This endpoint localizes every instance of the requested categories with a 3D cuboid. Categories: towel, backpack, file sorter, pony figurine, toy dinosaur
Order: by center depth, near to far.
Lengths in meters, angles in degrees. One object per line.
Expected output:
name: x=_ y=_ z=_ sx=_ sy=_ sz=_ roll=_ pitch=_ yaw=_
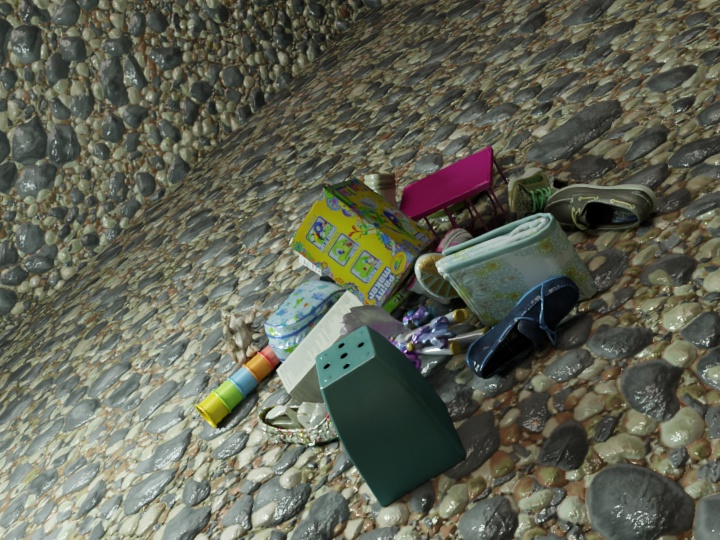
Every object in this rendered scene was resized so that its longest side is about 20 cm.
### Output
towel: x=0.238 y=0.004 z=1.250 sx=0.199 sy=0.171 sz=0.048 roll=-20 pitch=43 yaw=29
pony figurine: x=0.083 y=0.118 z=1.305 sx=0.199 sy=0.168 sz=0.192 roll=-18 pitch=-3 yaw=39
backpack: x=-0.087 y=0.098 z=1.555 sx=0.162 sy=0.154 sz=0.201 roll=15 pitch=65 yaw=51
file sorter: x=0.191 y=-0.119 z=1.586 sx=0.199 sy=0.126 sz=0.140 roll=-23 pitch=28 yaw=25
toy dinosaur: x=-0.247 y=0.152 z=1.696 sx=0.085 sy=0.136 sz=0.202 roll=0 pitch=54 yaw=-10

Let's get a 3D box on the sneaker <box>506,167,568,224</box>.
sneaker: x=0.327 y=-0.140 z=1.495 sx=0.088 sy=0.078 sz=0.200 roll=5 pitch=29 yaw=31

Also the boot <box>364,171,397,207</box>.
boot: x=0.048 y=-0.121 z=1.634 sx=0.071 sy=0.156 sz=0.200 roll=-6 pitch=3 yaw=7

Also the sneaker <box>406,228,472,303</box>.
sneaker: x=0.161 y=0.000 z=1.459 sx=0.200 sy=0.088 sz=0.082 roll=-46 pitch=-10 yaw=-46

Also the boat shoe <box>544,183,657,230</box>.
boat shoe: x=0.391 y=-0.102 z=1.370 sx=0.200 sy=0.073 sz=0.060 roll=-1 pitch=36 yaw=45

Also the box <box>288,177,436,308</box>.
box: x=0.010 y=-0.052 z=1.430 sx=0.123 sy=0.192 sz=0.200 roll=-56 pitch=-7 yaw=18

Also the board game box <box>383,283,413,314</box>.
board game box: x=0.000 y=0.000 z=1.538 sx=0.095 sy=0.200 sz=0.030 roll=-39 pitch=-11 yaw=-37

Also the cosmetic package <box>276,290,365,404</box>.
cosmetic package: x=-0.050 y=0.141 z=1.439 sx=0.200 sy=0.073 sz=0.104 roll=-47 pitch=25 yaw=1

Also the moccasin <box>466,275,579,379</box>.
moccasin: x=0.250 y=0.094 z=1.208 sx=0.200 sy=0.080 sz=0.068 roll=-46 pitch=21 yaw=10

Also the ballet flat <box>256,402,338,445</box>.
ballet flat: x=-0.099 y=0.251 z=1.362 sx=0.199 sy=0.064 sz=0.076 roll=-15 pitch=37 yaw=36

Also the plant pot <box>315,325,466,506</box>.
plant pot: x=0.028 y=0.189 z=1.150 sx=0.141 sy=0.201 sz=0.142 roll=-31 pitch=24 yaw=6

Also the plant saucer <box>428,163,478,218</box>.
plant saucer: x=0.200 y=-0.175 z=1.788 sx=0.199 sy=0.031 sz=0.201 roll=-29 pitch=25 yaw=15

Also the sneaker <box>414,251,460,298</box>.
sneaker: x=0.161 y=-0.004 z=1.351 sx=0.076 sy=0.199 sz=0.088 roll=-56 pitch=41 yaw=28

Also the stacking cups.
stacking cups: x=-0.232 y=0.214 z=1.595 sx=0.200 sy=0.061 sz=0.060 roll=-45 pitch=27 yaw=-22

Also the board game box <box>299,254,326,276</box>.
board game box: x=-0.009 y=-0.021 z=1.638 sx=0.198 sy=0.035 sz=0.126 roll=-2 pitch=13 yaw=-24
